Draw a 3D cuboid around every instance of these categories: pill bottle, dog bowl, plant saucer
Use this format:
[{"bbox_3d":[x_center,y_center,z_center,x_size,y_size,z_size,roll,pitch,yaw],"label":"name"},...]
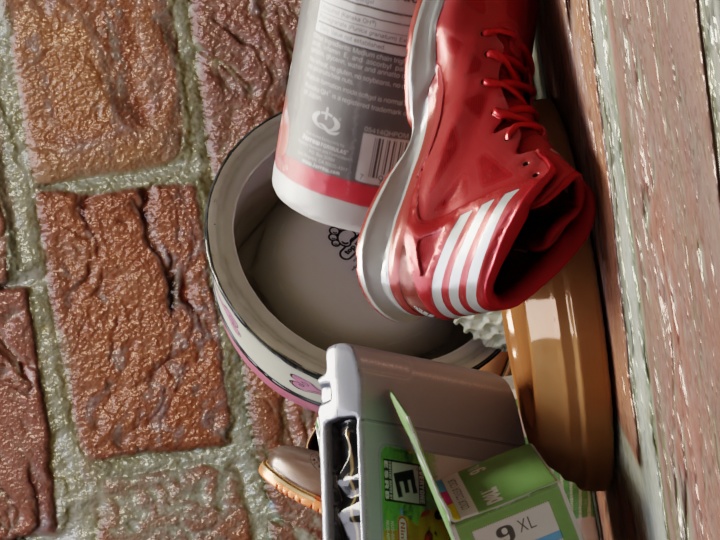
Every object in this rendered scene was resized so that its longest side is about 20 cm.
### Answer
[{"bbox_3d":[0.022,-0.127,1.295,0.111,0.110,0.201,-102,21,-71],"label":"pill bottle"},{"bbox_3d":[0.000,0.000,1.500,0.074,0.199,0.201,112,153,-57],"label":"dog bowl"},{"bbox_3d":[0.094,0.014,1.281,0.200,0.037,0.202,171,90,-90],"label":"plant saucer"}]

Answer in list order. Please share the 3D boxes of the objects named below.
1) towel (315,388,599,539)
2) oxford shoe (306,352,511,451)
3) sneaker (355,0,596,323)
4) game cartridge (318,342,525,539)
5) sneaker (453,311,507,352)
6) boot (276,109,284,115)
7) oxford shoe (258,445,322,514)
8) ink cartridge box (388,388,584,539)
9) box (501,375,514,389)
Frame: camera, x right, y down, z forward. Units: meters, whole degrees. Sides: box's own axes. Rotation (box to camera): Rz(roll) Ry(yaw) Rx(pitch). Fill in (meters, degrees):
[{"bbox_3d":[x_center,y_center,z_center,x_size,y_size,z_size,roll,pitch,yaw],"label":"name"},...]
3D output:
[{"bbox_3d":[0.057,0.167,1.359,0.023,0.151,0.202,71,-169,-75],"label":"towel"},{"bbox_3d":[0.037,0.076,1.648,0.200,0.071,0.072,-48,45,33],"label":"oxford shoe"},{"bbox_3d":[0.076,-0.068,1.186,0.078,0.115,0.201,22,-103,-43],"label":"sneaker"},{"bbox_3d":[0.037,0.143,1.269,0.133,0.040,0.202,14,-112,-47],"label":"game cartridge"},{"bbox_3d":[0.069,-0.056,1.425,0.099,0.069,0.201,-40,-73,-46],"label":"sneaker"},{"bbox_3d":[0.027,-0.041,1.647,0.200,0.068,0.190,-17,92,59],"label":"boot"},{"bbox_3d":[0.032,0.133,1.634,0.071,0.199,0.073,-7,-72,-75],"label":"oxford shoe"},{"bbox_3d":[0.080,0.144,1.207,0.104,0.059,0.201,-117,4,-84],"label":"ink cartridge box"},{"bbox_3d":[0.068,0.181,1.475,0.200,0.130,0.200,86,176,-76],"label":"box"}]
